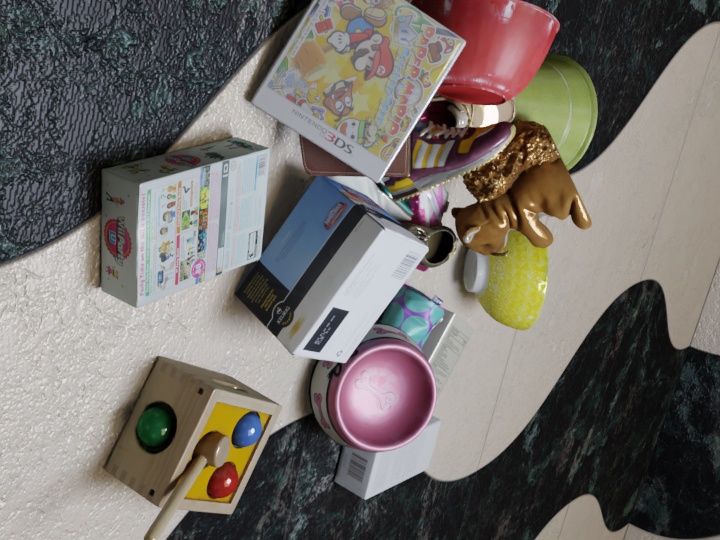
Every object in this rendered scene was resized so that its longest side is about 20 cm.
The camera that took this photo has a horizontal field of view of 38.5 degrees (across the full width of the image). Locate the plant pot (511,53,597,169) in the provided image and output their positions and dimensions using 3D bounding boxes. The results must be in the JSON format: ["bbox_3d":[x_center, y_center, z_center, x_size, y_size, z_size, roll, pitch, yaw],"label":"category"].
[{"bbox_3d":[0.225,-0.245,1.584,0.190,0.200,0.200,1,111,-43],"label":"plant pot"}]

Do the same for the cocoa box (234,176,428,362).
[{"bbox_3d":[-0.038,0.000,1.346,0.200,0.131,0.133,-54,150,11],"label":"cocoa box"}]

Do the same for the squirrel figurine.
[{"bbox_3d":[0.214,-0.115,1.515,0.186,0.142,0.200,-25,126,12],"label":"squirrel figurine"}]

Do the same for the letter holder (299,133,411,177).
[{"bbox_3d":[-0.004,-0.220,1.303,0.101,0.142,0.200,-60,151,-81],"label":"letter holder"}]

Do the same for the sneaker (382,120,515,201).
[{"bbox_3d":[0.106,-0.166,1.368,0.090,0.200,0.075,61,27,-10],"label":"sneaker"}]

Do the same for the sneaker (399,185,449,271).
[{"bbox_3d":[0.098,-0.088,1.573,0.088,0.081,0.200,-38,140,-35],"label":"sneaker"}]

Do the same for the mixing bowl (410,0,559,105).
[{"bbox_3d":[0.153,-0.282,1.358,0.200,0.200,0.109,16,84,-58],"label":"mixing bowl"}]

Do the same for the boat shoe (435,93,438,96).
[{"bbox_3d":[0.153,-0.344,1.490,0.200,0.071,0.069,-62,150,-4],"label":"boat shoe"}]

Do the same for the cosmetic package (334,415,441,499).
[{"bbox_3d":[0.050,0.310,1.781,0.200,0.071,0.102,-9,118,-53],"label":"cosmetic package"}]

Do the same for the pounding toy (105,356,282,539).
[{"bbox_3d":[-0.207,0.225,1.274,0.200,0.142,0.184,29,86,-59],"label":"pounding toy"}]

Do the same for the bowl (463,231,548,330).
[{"bbox_3d":[0.242,0.002,1.801,0.107,0.200,0.201,4,114,-12],"label":"bowl"}]

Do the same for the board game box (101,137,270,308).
[{"bbox_3d":[-0.196,-0.060,1.173,0.200,0.064,0.148,-24,129,-49],"label":"board game box"}]

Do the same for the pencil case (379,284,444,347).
[{"bbox_3d":[0.060,0.124,1.653,0.200,0.092,0.085,-61,-167,-4],"label":"pencil case"}]

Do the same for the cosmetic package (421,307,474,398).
[{"bbox_3d":[0.096,0.157,1.731,0.200,0.087,0.103,-60,147,-7],"label":"cosmetic package"}]

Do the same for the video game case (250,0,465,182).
[{"bbox_3d":[-0.002,-0.236,1.229,0.200,0.182,0.023,-58,-172,4],"label":"video game case"}]

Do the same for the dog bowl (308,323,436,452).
[{"bbox_3d":[0.027,0.185,1.564,0.200,0.074,0.201,-3,99,-20],"label":"dog bowl"}]

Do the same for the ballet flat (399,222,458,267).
[{"bbox_3d":[0.104,-0.037,1.490,0.200,0.046,0.068,12,93,-64],"label":"ballet flat"}]

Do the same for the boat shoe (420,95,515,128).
[{"bbox_3d":[0.127,-0.212,1.440,0.200,0.069,0.074,-8,112,-7],"label":"boat shoe"}]

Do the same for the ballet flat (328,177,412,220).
[{"bbox_3d":[0.004,-0.109,1.448,0.070,0.069,0.200,-61,144,-7],"label":"ballet flat"}]
